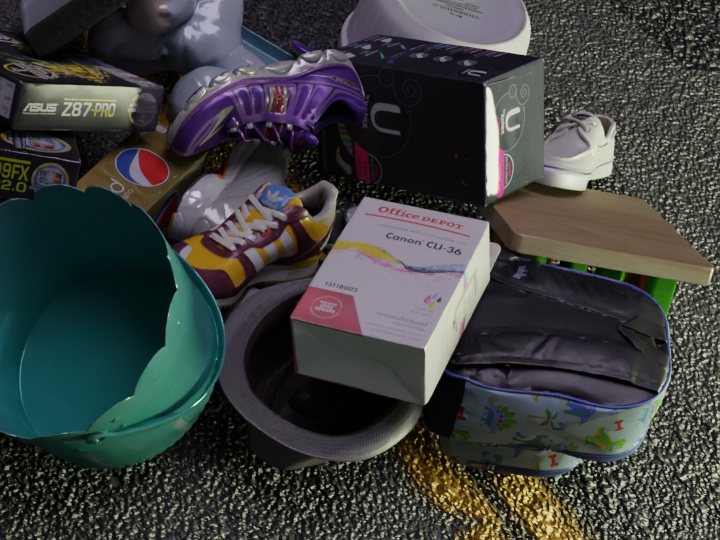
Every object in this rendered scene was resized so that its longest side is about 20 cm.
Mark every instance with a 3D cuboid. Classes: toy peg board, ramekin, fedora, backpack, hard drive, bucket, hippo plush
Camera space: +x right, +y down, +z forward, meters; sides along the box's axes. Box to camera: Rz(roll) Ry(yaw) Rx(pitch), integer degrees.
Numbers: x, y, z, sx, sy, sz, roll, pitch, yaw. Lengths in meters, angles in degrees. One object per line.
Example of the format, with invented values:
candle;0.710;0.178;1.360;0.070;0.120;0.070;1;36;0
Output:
toy peg board;0.200;-0.008;1.771;0.199;0.098;0.199;10;18;-16
ramekin;0.084;-0.249;1.956;0.199;0.105;0.201;13;43;-12
fedora;-0.039;0.100;1.544;0.176;0.090;0.200;29;46;5
backpack;0.161;0.085;1.606;0.199;0.147;0.183;10;44;1
hard drive;-0.250;-0.261;1.719;0.033;0.139;0.200;56;-1;-20
bucket;-0.209;0.050;1.426;0.206;0.135;0.208;-6;67;14
hippo plush;-0.155;-0.195;1.792;0.200;0.159;0.161;-25;85;-42

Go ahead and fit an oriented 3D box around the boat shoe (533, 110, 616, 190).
boat shoe;0.214;-0.126;1.863;0.071;0.070;0.200;17;16;23

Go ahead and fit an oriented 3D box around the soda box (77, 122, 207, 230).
soda box;-0.217;-0.052;1.643;0.068;0.064;0.200;30;42;8

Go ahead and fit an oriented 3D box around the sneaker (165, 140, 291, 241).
sneaker;-0.095;-0.069;1.721;0.092;0.076;0.200;37;50;4

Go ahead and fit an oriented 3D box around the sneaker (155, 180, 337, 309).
sneaker;-0.096;-0.031;1.577;0.075;0.090;0.200;35;29;22

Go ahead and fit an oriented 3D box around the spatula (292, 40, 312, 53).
spatula;-0.050;-0.190;1.844;0.056;0.021;0.200;28;26;-9

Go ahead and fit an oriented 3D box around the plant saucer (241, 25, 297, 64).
plant saucer;-0.096;-0.204;1.892;0.200;0.019;0.070;32;42;8

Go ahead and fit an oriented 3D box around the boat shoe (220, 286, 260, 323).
boat shoe;-0.144;0.066;1.553;0.060;0.076;0.200;27;29;4

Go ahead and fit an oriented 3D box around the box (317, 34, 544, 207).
box;0.065;-0.146;1.765;0.199;0.123;0.106;13;25;35

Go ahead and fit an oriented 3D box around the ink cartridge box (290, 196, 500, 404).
ink cartridge box;0.034;0.009;1.520;0.116;0.068;0.200;12;43;17

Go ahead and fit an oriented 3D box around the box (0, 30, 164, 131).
box;-0.300;-0.172;1.661;0.200;0.049;0.161;26;17;40

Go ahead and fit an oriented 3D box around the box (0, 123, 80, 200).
box;-0.331;-0.115;1.610;0.160;0.044;0.200;9;17;-15

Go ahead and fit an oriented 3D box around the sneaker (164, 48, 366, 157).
sneaker;-0.081;-0.141;1.681;0.199;0.081;0.084;-20;71;-23

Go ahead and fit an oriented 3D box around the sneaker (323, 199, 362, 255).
sneaker;0.000;0.000;1.688;0.139;0.078;0.200;23;32;2
